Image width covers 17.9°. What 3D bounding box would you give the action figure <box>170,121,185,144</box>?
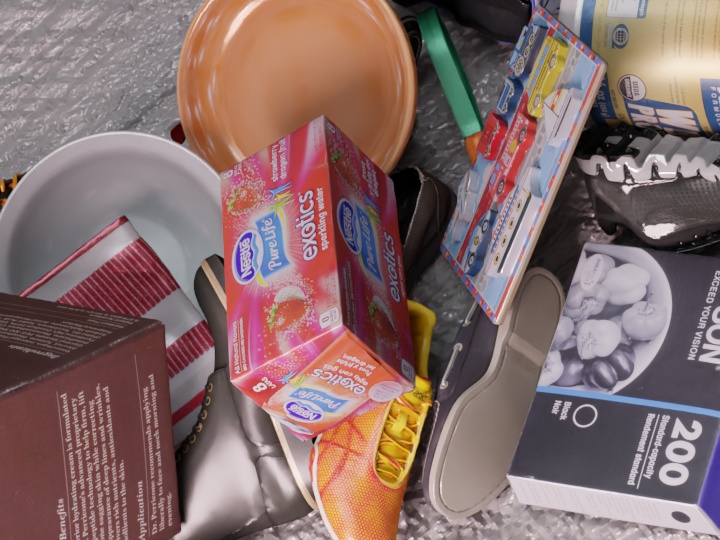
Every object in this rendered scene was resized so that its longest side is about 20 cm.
[{"bbox_3d":[-0.079,-0.163,1.873,0.065,0.052,0.200,38,61,0],"label":"action figure"}]

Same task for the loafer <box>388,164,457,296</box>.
[{"bbox_3d":[0.000,0.000,1.721,0.073,0.071,0.201,16,66,32],"label":"loafer"}]

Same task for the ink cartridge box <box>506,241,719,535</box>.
[{"bbox_3d":[0.222,0.081,1.585,0.198,0.043,0.199,7,61,27],"label":"ink cartridge box"}]

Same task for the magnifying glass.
[{"bbox_3d":[0.083,-0.118,1.772,0.022,0.080,0.201,-24,62,7],"label":"magnifying glass"}]

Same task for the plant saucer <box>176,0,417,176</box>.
[{"bbox_3d":[-0.045,-0.139,1.739,0.198,0.037,0.202,2,96,23],"label":"plant saucer"}]

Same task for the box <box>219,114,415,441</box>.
[{"bbox_3d":[-0.033,0.004,1.620,0.099,0.095,0.201,-27,45,24],"label":"box"}]

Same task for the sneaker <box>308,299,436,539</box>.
[{"bbox_3d":[0.012,0.109,1.612,0.077,0.073,0.202,-30,47,47],"label":"sneaker"}]

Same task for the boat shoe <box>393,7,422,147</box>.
[{"bbox_3d":[0.013,-0.113,1.799,0.063,0.071,0.201,15,73,32],"label":"boat shoe"}]

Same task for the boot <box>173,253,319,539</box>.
[{"bbox_3d":[-0.112,0.104,1.663,0.138,0.077,0.201,-27,76,10],"label":"boot"}]

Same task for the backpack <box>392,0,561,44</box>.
[{"bbox_3d":[0.103,-0.278,1.805,0.153,0.201,0.191,-32,53,-16],"label":"backpack"}]

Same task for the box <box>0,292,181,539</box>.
[{"bbox_3d":[-0.250,0.127,1.582,0.163,0.168,0.199,9,20,34],"label":"box"}]

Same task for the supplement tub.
[{"bbox_3d":[0.257,-0.169,1.673,0.198,0.145,0.146,6,60,28],"label":"supplement tub"}]

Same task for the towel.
[{"bbox_3d":[-0.174,0.079,1.708,0.144,0.023,0.201,-36,86,-3],"label":"towel"}]

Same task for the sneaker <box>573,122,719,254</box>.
[{"bbox_3d":[0.247,-0.051,1.638,0.199,0.091,0.066,8,32,31],"label":"sneaker"}]

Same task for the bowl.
[{"bbox_3d":[-0.181,-0.003,1.769,0.199,0.090,0.203,0,85,1],"label":"bowl"}]

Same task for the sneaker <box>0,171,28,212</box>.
[{"bbox_3d":[-0.290,-0.042,1.878,0.199,0.077,0.078,-35,49,-3],"label":"sneaker"}]

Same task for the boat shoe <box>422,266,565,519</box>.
[{"bbox_3d":[0.086,0.089,1.637,0.062,0.073,0.201,-8,50,50],"label":"boat shoe"}]

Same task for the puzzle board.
[{"bbox_3d":[0.112,-0.079,1.643,0.151,0.017,0.201,-121,49,-66],"label":"puzzle board"}]
